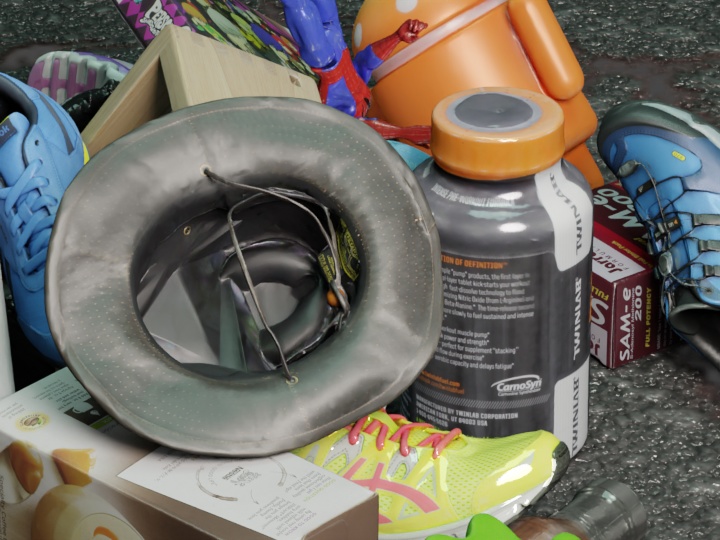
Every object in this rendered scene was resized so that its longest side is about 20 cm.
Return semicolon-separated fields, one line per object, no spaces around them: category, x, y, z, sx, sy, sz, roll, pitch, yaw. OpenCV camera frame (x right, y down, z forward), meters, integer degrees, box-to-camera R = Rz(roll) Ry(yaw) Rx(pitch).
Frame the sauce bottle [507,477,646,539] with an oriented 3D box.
sauce bottle;0.071;0.161;1.414;0.065;0.065;0.200;20;34;34

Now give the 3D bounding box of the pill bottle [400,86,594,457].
pill bottle;0.073;0.004;1.568;0.106;0.200;0.106;-1;28;0

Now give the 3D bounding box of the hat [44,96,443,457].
hat;-0.061;0.011;1.439;0.200;0.081;0.201;4;71;-11

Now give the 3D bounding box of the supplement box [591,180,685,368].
supplement box;0.195;-0.014;1.752;0.200;0.061;0.109;-20;33;-30

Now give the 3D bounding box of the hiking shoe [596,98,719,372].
hiking shoe;0.196;-0.010;1.633;0.200;0.074;0.087;51;47;7

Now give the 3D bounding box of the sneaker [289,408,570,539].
sneaker;0.006;0.097;1.446;0.200;0.090;0.078;-12;7;21

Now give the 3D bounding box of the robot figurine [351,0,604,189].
robot figurine;0.069;-0.114;1.815;0.117;0.200;0.144;-31;1;-6

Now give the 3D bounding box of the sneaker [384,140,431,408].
sneaker;0.000;0.000;1.641;0.079;0.131;0.200;20;26;-11

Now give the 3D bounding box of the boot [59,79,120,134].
boot;-0.206;-0.059;1.747;0.200;0.077;0.168;-4;-12;-15

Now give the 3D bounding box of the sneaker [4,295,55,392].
sneaker;-0.241;0.044;1.646;0.200;0.091;0.076;26;-2;9

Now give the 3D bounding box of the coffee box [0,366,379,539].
coffee box;-0.090;0.136;1.413;0.200;0.115;0.080;21;34;37

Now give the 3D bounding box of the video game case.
video game case;-0.059;-0.111;1.798;0.200;0.036;0.181;26;22;-50

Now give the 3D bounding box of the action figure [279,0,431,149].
action figure;-0.001;-0.139;1.678;0.099;0.200;0.065;-1;38;23

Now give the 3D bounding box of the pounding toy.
pounding toy;-0.092;-0.008;1.623;0.142;0.200;0.184;19;37;-32

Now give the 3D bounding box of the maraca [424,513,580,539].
maraca;0.088;0.185;1.305;0.137;0.107;0.200;17;35;-20

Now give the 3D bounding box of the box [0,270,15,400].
box;-0.245;0.015;1.517;0.106;0.200;0.152;-7;7;-12

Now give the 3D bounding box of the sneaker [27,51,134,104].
sneaker;-0.123;-0.101;1.919;0.200;0.081;0.088;15;26;18

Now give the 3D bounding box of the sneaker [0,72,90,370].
sneaker;-0.172;-0.028;1.535;0.066;0.078;0.200;-29;44;8
